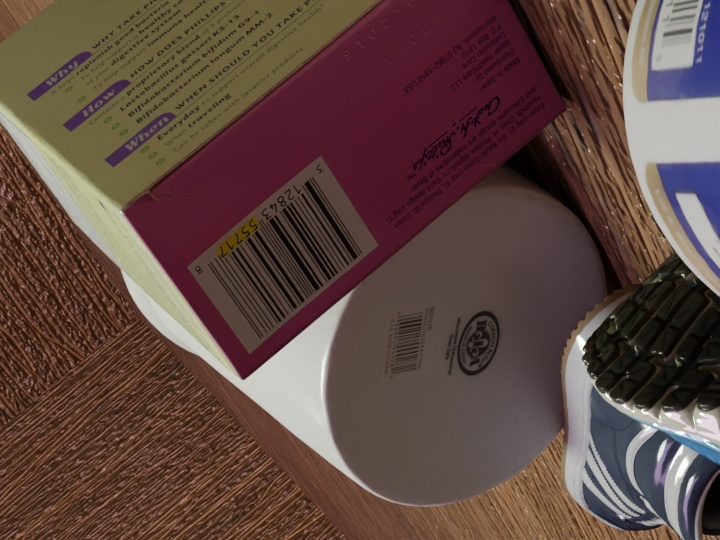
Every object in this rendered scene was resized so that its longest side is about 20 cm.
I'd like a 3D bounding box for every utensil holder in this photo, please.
[{"bbox_3d":[0.000,0.000,1.041,0.200,0.170,0.170,34,162,50],"label":"utensil holder"}]

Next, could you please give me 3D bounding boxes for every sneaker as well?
[{"bbox_3d":[0.150,0.097,0.997,0.109,0.070,0.200,47,168,30],"label":"sneaker"},{"bbox_3d":[0.157,0.060,0.801,0.090,0.078,0.200,52,172,-34],"label":"sneaker"}]

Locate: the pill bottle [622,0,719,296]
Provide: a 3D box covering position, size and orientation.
[{"bbox_3d":[0.134,-0.036,0.400,0.116,0.116,0.200,52,171,-11],"label":"pill bottle"}]

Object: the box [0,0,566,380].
[{"bbox_3d":[-0.046,-0.075,0.916,0.097,0.176,0.200,56,169,-33],"label":"box"}]
